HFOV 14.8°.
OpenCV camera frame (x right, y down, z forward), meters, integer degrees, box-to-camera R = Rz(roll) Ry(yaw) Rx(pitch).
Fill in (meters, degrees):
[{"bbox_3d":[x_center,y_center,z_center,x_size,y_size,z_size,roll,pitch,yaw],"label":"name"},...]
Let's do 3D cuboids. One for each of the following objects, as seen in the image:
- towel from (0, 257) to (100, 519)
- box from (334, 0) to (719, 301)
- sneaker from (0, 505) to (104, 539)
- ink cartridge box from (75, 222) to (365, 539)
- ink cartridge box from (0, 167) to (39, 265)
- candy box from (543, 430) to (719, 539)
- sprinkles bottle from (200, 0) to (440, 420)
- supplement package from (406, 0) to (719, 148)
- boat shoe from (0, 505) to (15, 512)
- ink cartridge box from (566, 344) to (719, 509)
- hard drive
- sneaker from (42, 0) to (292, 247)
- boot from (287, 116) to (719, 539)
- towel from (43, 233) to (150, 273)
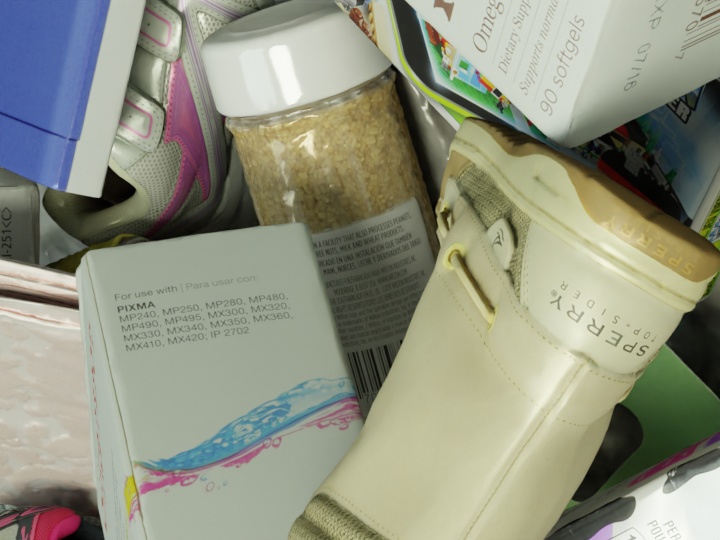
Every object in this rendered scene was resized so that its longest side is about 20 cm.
[{"bbox_3d":[-0.120,0.054,1.093,0.190,0.032,0.200,11,153,6],"label":"towel"},{"bbox_3d":[0.057,-0.088,0.919,0.200,0.035,0.110,48,143,23],"label":"box"},{"bbox_3d":[-0.088,0.161,1.173,0.074,0.200,0.081,-22,50,40],"label":"sneaker"},{"bbox_3d":[-0.036,0.105,0.922,0.146,0.082,0.201,92,166,-49],"label":"ink cartridge box"},{"bbox_3d":[-0.230,-0.037,1.159,0.200,0.175,0.045,-131,42,-72],"label":"ink cartridge box"},{"bbox_3d":[0.147,0.122,0.822,0.200,0.071,0.168,-31,86,25],"label":"candy box"},{"bbox_3d":[0.000,0.000,1.026,0.068,0.068,0.201,4,115,53],"label":"sprinkles bottle"},{"bbox_3d":[0.047,-0.155,0.813,0.200,0.117,0.117,46,143,26],"label":"supplement package"},{"bbox_3d":[-0.165,0.173,1.365,0.067,0.073,0.201,18,126,45],"label":"boat shoe"},{"bbox_3d":[0.119,0.123,0.936,0.200,0.048,0.146,43,144,7],"label":"ink cartridge box"},{"bbox_3d":[-0.109,-0.137,1.024,0.132,0.025,0.201,22,100,57],"label":"hard drive"},{"bbox_3d":[-0.080,-0.082,1.063,0.081,0.088,0.201,36,137,36],"label":"sneaker"},{"bbox_3d":[0.030,0.039,0.826,0.073,0.156,0.200,30,-178,-11],"label":"boot"},{"bbox_3d":[-0.083,0.045,1.149,0.143,0.023,0.200,35,155,-20],"label":"towel"}]
